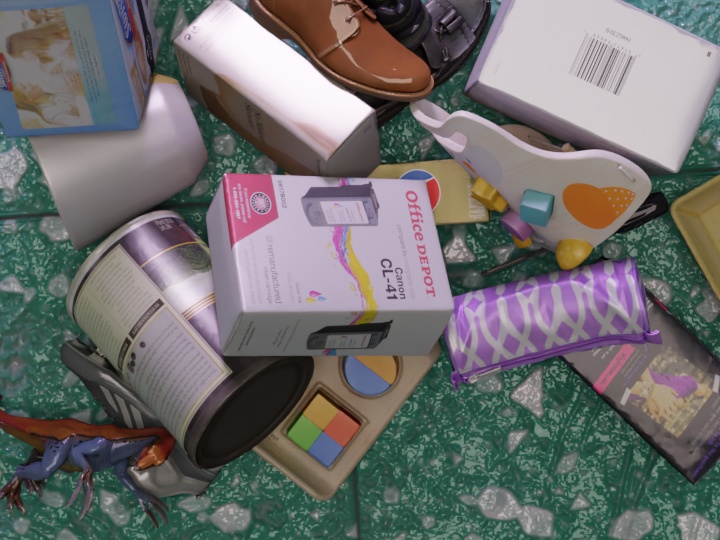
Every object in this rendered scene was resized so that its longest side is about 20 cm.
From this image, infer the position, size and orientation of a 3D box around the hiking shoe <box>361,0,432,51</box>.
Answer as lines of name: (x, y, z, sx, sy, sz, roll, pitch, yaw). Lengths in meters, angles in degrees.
hiking shoe: (-0.013, -0.296, 1.568, 0.200, 0.101, 0.076, 41, 85, 19)

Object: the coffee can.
coffee can: (-0.161, 0.064, 1.550, 0.146, 0.146, 0.200, -45, 69, 3)

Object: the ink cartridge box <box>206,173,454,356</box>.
ink cartridge box: (-0.030, -0.005, 1.485, 0.198, 0.086, 0.149, -1, 59, -18)

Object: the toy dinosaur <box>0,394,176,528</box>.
toy dinosaur: (-0.264, 0.170, 1.575, 0.181, 0.105, 0.201, -32, 83, 18)

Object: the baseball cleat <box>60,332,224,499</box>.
baseball cleat: (-0.228, 0.154, 1.627, 0.199, 0.070, 0.107, 34, 93, -1)

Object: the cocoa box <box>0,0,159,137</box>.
cocoa box: (-0.267, -0.237, 1.469, 0.132, 0.132, 0.201, -3, 131, 5)

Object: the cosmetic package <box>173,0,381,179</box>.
cosmetic package: (-0.077, -0.158, 1.555, 0.199, 0.105, 0.071, 38, 73, 20)

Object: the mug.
mug: (-0.237, -0.133, 1.578, 0.152, 0.149, 0.188, -22, 100, -6)

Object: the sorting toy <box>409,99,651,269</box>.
sorting toy: (0.131, -0.099, 1.496, 0.179, 0.200, 0.107, 34, 90, -22)

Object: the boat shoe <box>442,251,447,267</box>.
boat shoe: (0.000, 0.000, 1.590, 0.198, 0.065, 0.074, -7, 86, -23)

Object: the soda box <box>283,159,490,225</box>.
soda box: (0.026, -0.072, 1.614, 0.197, 0.068, 0.065, -3, 93, 1)

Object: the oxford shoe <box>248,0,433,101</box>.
oxford shoe: (-0.015, -0.223, 1.504, 0.199, 0.071, 0.072, 34, 137, 11)

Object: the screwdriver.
screwdriver: (0.212, -0.032, 1.640, 0.198, 0.029, 0.028, -22, 93, 5)

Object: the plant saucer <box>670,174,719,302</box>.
plant saucer: (0.431, -0.027, 1.626, 0.199, 0.048, 0.201, -30, 93, 1)

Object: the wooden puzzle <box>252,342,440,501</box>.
wooden puzzle: (-0.046, 0.098, 1.629, 0.185, 0.046, 0.201, 38, 89, -2)

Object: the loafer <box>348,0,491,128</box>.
loafer: (0.053, -0.203, 1.608, 0.200, 0.063, 0.072, -44, 92, 2)

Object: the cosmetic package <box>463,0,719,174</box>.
cosmetic package: (0.212, -0.182, 1.541, 0.198, 0.200, 0.124, 24, 94, -1)

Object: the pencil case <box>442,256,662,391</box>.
pencil case: (0.167, 0.047, 1.497, 0.198, 0.084, 0.086, -16, 51, 13)

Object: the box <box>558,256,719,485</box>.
box: (0.277, 0.093, 1.595, 0.200, 0.122, 0.106, 44, 93, -2)
